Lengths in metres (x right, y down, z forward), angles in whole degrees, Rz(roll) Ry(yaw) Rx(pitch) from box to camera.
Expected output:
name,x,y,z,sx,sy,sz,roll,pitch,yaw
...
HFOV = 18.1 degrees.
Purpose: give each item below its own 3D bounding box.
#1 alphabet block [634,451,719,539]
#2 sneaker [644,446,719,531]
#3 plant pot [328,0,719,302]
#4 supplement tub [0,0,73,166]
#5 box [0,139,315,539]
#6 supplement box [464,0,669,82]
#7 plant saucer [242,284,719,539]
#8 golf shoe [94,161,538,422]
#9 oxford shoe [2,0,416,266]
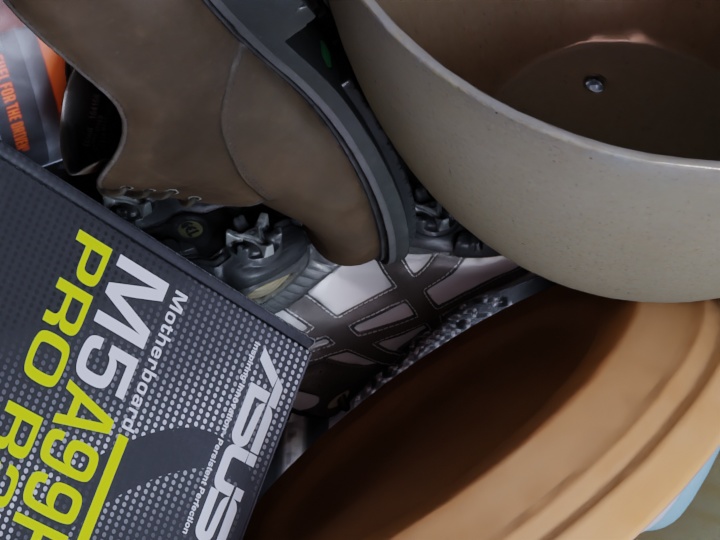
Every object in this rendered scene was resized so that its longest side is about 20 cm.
name,x,y,z,sx,sy,sz,roll,pitch,yaw
alphabet block,0.179,0.176,0.784,0.196,0.200,0.196,-41,124,-37
sneaker,0.157,0.015,0.794,0.130,0.079,0.200,28,79,-28
plant pot,0.083,-0.069,0.635,0.200,0.201,0.135,-13,147,-12
supplement tub,-0.137,-0.071,0.674,0.200,0.107,0.107,-20,116,-11
box,-0.110,0.076,0.630,0.160,0.044,0.200,35,70,-40
supplement box,0.083,-0.141,0.735,0.200,0.074,0.126,-25,116,-6
plant saucer,0.030,0.062,0.690,0.200,0.200,0.037,-37,100,0
golf shoe,0.000,0.000,0.777,0.200,0.078,0.095,-9,134,-14
oxford shoe,-0.043,-0.050,0.643,0.084,0.073,0.200,-31,145,6
